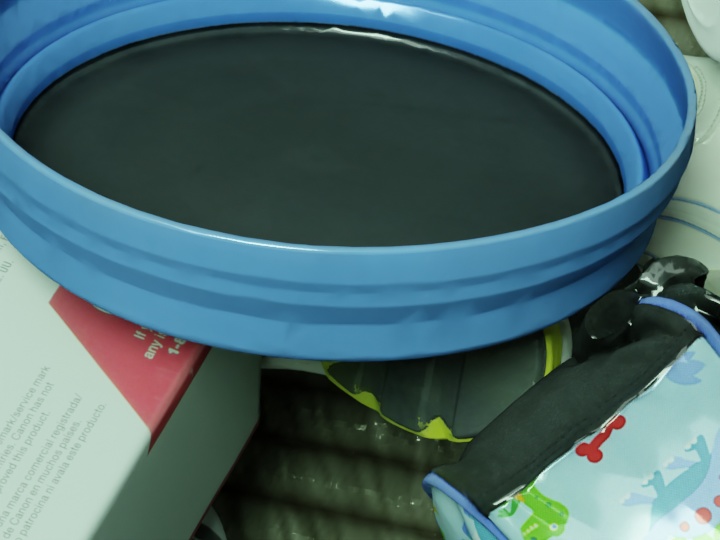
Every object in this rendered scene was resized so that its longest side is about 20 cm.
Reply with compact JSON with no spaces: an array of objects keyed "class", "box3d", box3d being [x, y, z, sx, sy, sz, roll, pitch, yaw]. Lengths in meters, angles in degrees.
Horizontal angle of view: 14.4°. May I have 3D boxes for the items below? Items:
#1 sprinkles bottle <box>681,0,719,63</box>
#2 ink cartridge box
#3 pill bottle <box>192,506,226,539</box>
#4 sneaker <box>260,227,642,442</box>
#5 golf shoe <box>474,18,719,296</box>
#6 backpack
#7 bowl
[{"class":"sprinkles bottle","box3d":[0.194,-0.104,0.828,0.199,0.068,0.069,-7,59,-11]},{"class":"ink cartridge box","box3d":[-0.144,0.032,0.772,0.199,0.084,0.146,20,52,13]},{"class":"pill bottle","box3d":[-0.092,0.123,0.836,0.115,0.116,0.201,-12,60,6]},{"class":"sneaker","box3d":[0.000,0.000,0.839,0.199,0.084,0.075,28,111,40]},{"class":"golf shoe","box3d":[0.075,-0.038,0.857,0.199,0.097,0.079,-18,35,25]},{"class":"backpack","box3d":[0.105,0.128,0.754,0.147,0.183,0.200,-43,70,-4]},{"class":"bowl","box3d":[-0.010,-0.041,0.766,0.199,0.040,0.201,4,32,-2]}]
